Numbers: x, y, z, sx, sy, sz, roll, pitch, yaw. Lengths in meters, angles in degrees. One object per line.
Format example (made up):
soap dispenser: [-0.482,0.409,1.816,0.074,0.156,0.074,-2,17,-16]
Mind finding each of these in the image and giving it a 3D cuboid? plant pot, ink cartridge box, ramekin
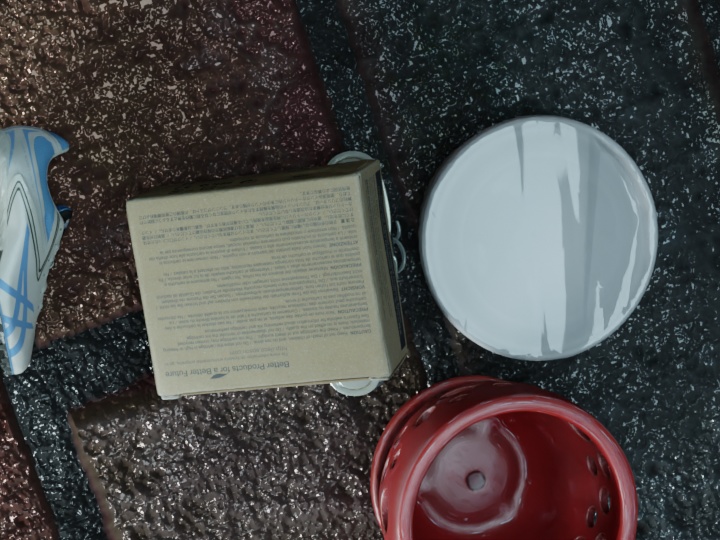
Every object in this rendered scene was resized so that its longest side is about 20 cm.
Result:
plant pot: [0.107,0.182,1.573,0.198,0.182,0.203,-2,99,-11]
ink cartridge box: [-0.073,0.007,1.529,0.198,0.075,0.167,-5,101,15]
ramekin: [0.139,-0.031,1.594,0.200,0.094,0.205,-2,98,-11]

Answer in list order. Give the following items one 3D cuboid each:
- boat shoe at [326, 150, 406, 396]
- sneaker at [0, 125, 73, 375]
boat shoe: [0.000,0.000,1.581,0.074,0.062,0.202,-4,100,14]
sneaker: [-0.265,-0.014,1.528,0.072,0.072,0.202,0,102,-20]
